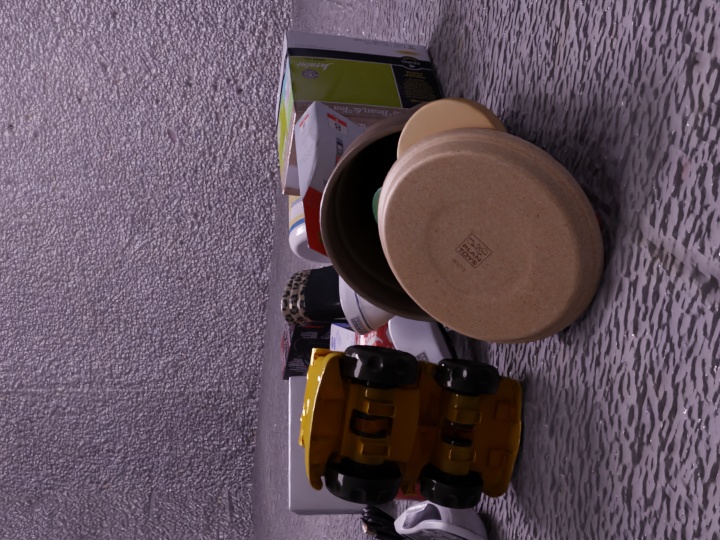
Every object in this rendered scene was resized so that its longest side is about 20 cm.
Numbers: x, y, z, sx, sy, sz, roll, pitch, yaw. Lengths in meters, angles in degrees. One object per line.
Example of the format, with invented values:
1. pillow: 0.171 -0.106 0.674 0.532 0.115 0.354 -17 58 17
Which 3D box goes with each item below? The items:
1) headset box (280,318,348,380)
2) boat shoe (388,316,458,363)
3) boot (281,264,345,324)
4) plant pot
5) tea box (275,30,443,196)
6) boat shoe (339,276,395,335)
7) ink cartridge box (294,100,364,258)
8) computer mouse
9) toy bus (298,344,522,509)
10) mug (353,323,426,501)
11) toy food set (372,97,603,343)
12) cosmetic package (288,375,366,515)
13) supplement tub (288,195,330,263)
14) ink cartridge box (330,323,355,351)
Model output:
1. headset box: -0.050 0.113 1.403 0.200 0.148 0.078 107 162 -52
2. boat shoe: 0.089 0.128 0.927 0.066 0.070 0.201 14 -132 -60
3. boot: -0.001 -0.001 1.053 0.204 0.153 0.074 -62 -39 -55
4. plant pot: 0.075 -0.080 0.813 0.174 0.199 0.201 -73 -6 -58
5. tea box: -0.005 -0.203 1.121 0.197 0.199 0.134 -99 17 -46
6. boat shoe: 0.015 -0.016 0.939 0.074 0.065 0.201 49 -156 -44
7. ink cartridge box: 0.011 -0.074 0.888 0.050 0.162 0.200 -46 35 28
8. computer mouse: 0.079 0.277 0.924 0.200 0.109 0.044 -38 27 60
9. toy bus: 0.034 0.141 0.838 0.192 0.199 0.136 -168 86 -76
10. mug: 0.035 0.171 1.037 0.177 0.133 0.201 148 127 -74
11. toy food set: 0.099 -0.027 0.690 0.049 0.199 0.198 -45 -18 -48
12. cosmetic package: -0.050 0.283 1.350 0.200 0.122 0.200 96 173 -72
13. supplement tub: -0.054 -0.128 1.478 0.145 0.144 0.201 118 152 -64
14. ink cartridge box: 0.020 0.103 1.199 0.200 0.094 0.044 179 94 -79
